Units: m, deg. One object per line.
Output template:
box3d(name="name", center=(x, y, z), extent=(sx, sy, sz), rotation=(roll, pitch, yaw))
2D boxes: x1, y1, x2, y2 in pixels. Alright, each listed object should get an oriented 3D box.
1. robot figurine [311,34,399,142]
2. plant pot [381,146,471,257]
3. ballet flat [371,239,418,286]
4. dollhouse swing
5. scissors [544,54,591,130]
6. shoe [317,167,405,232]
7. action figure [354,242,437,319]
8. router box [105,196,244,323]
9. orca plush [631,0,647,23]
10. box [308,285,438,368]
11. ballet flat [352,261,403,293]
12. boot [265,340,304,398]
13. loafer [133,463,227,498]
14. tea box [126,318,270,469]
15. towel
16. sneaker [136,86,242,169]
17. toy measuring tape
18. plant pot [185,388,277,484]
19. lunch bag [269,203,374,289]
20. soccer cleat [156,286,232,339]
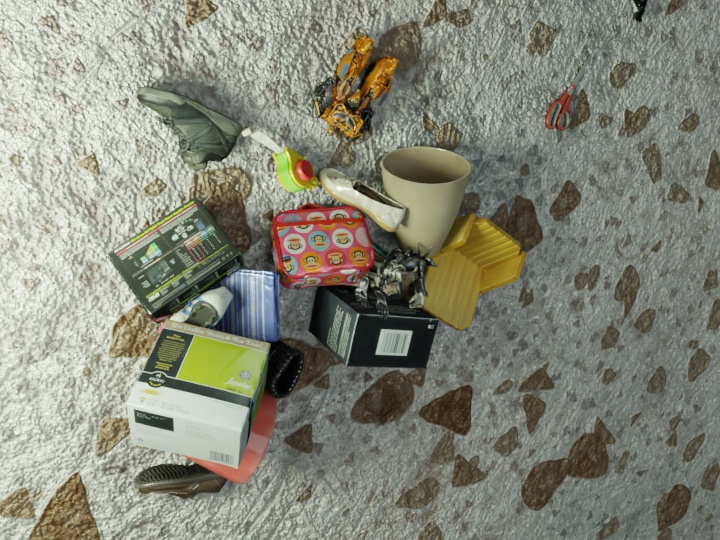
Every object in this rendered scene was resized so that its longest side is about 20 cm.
box3d(name="robot figurine", center=(-0.011, -0.359, 1.444), extent=(0.145, 0.058, 0.200), rotation=(29, 90, -30))
box3d(name="plant pot", center=(0.131, -0.135, 1.533), extent=(0.187, 0.187, 0.200), rotation=(-13, 126, -24))
box3d(name="ballet flat", center=(0.043, -0.017, 1.574), extent=(0.200, 0.071, 0.065), rotation=(32, 105, -27))
box3d(name="dollhouse swing", center=(0.250, 0.013, 1.621), extent=(0.200, 0.182, 0.176), rotation=(32, 52, -31))
box3d(name="scissors", center=(0.497, -0.430, 1.717), extent=(0.073, 0.014, 0.200), rotation=(14, 99, -28))
box3d(name="shoe", center=(0.004, -0.156, 1.463), extent=(0.200, 0.070, 0.053), rotation=(34, 128, 4))
box3d(name="action figure", center=(0.076, 0.020, 1.450), extent=(0.200, 0.119, 0.102), rotation=(-36, 139, -41))
box3d(name="router box", center=(-0.338, -0.021, 1.322), extent=(0.200, 0.062, 0.150), rotation=(-35, 74, -15))
box3d(name="orca plush", center=(0.650, -0.685, 1.689), extent=(0.105, 0.071, 0.200), rotation=(-26, 115, -19))
box3d(name="box", center=(0.024, 0.117, 1.521), extent=(0.196, 0.200, 0.118), rotation=(6, 104, -29))
box3d(name="ballet flat", center=(0.000, 0.000, 1.524), extent=(0.200, 0.068, 0.067), rotation=(16, 130, -11))
box3d(name="boot", center=(-0.179, 0.134, 1.440), extent=(0.079, 0.158, 0.212), rotation=(-6, 110, -39))
box3d(name="loafer", center=(-0.366, 0.445, 1.487), extent=(0.200, 0.073, 0.071), rotation=(3, 102, -28))
box3d(name="tea box", center=(-0.282, 0.217, 1.282), extent=(0.199, 0.197, 0.134), rotation=(14, 135, 1))
box3d(name="towel", center=(-0.250, 0.061, 1.397), extent=(0.199, 0.024, 0.145), rotation=(6, 108, 16))
box3d(name="sneaker", center=(-0.320, -0.253, 1.303), extent=(0.199, 0.076, 0.114), rotation=(24, 87, -36))
box3d(name="toy measuring tape", center=(-0.153, -0.203, 1.397), extent=(0.200, 0.074, 0.074), rotation=(30, 90, -44))
box3d(name="plant pot", center=(-0.287, 0.302, 1.430), extent=(0.177, 0.200, 0.201), rotation=(23, 93, -21))
box3d(name="lunch bag", center=(-0.080, -0.058, 1.451), extent=(0.199, 0.082, 0.177), rotation=(-6, 65, -18))
box3d(name="soccer cleat", center=(-0.314, 0.095, 1.378), extent=(0.070, 0.200, 0.086), rotation=(51, 39, -9))
